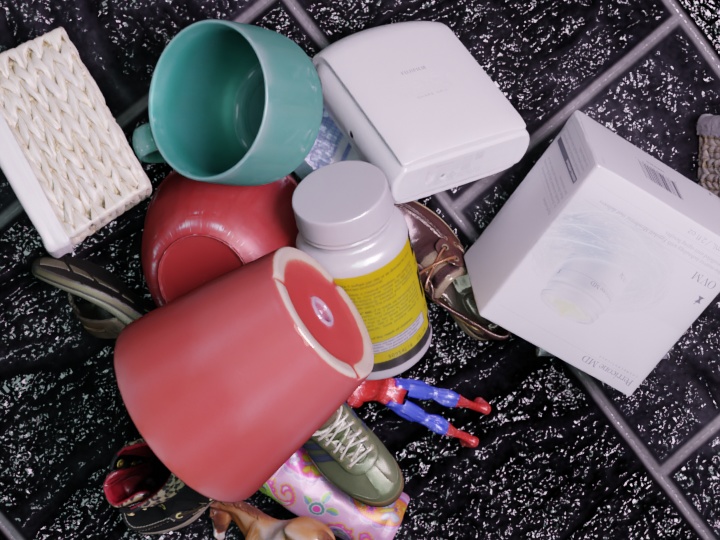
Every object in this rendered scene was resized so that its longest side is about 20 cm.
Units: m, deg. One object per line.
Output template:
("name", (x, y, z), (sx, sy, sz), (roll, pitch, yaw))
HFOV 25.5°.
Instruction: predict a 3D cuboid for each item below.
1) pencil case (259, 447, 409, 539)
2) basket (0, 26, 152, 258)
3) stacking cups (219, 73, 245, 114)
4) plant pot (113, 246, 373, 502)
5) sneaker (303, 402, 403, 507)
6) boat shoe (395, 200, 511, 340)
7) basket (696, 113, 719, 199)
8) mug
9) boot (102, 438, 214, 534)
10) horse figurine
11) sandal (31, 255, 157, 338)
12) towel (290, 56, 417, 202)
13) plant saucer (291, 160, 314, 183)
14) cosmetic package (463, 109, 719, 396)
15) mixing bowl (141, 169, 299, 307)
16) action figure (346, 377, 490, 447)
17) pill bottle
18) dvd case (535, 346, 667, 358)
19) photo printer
("pencil case", (-0.047, 0.224, 1.670), (0.199, 0.087, 0.088), (32, 88, -8))
("basket", (-0.303, -0.129, 1.585), (0.123, 0.136, 0.201), (-30, 93, -8))
("stacking cups", (-0.113, -0.133, 1.627), (0.060, 0.060, 0.202), (-17, 98, -7))
("plant pot", (-0.097, 0.085, 1.467), (0.177, 0.201, 0.201), (-36, 98, 20))
("sneaker", (-0.037, 0.156, 1.593), (0.067, 0.090, 0.200), (-42, 78, -7))
("boat shoe", (0.089, 0.000, 1.673), (0.072, 0.072, 0.200), (-41, 103, -3))
("basket", (0.469, -0.080, 1.667), (0.196, 0.200, 0.163), (3, 95, -8))
("mug", (-0.123, -0.161, 1.533), (0.114, 0.184, 0.154), (1, 104, -52))
("boot", (-0.199, 0.212, 1.582), (0.199, 0.150, 0.074), (-27, 73, 30))
("horse figurine", (-0.072, 0.299, 1.640), (0.050, 0.199, 0.134), (-16, 99, -44))
("sandal", (-0.253, 0.048, 1.636), (0.200, 0.080, 0.058), (32, 102, -9))
("towel", (-0.019, -0.131, 1.684), (0.198, 0.024, 0.148), (25, 90, -9))
("plant saucer", (-0.012, -0.048, 1.650), (0.019, 0.070, 0.200), (-44, 107, -4))
("cosmetic package", (0.245, -0.014, 1.610), (0.198, 0.123, 0.201), (27, 116, -20))
("mixing bowl", (-0.142, -0.007, 1.593), (0.198, 0.108, 0.202), (5, 110, 13))
("action figure", (0.031, 0.129, 1.690), (0.199, 0.099, 0.066), (23, 86, -31))
("pill bottle", (0.000, 0.000, 1.563), (0.113, 0.115, 0.201), (-21, 130, -6))
("dvd case", (0.267, -0.006, 1.734), (0.147, 0.016, 0.203), (2, 92, -8))
("photo printer", (0.054, -0.172, 1.617), (0.165, 0.070, 0.201), (-18, 55, -25))
